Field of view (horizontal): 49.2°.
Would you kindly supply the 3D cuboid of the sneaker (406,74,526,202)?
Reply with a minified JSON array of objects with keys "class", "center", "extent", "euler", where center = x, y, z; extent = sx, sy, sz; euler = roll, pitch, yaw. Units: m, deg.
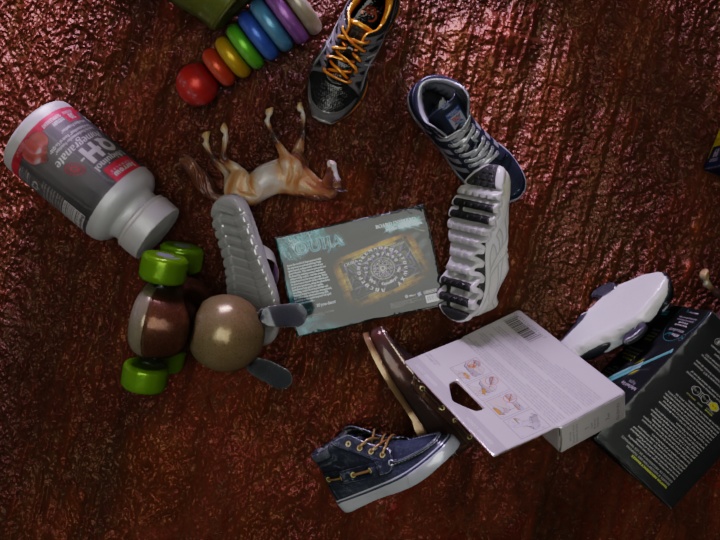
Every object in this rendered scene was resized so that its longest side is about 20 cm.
[{"class":"sneaker","center":[0.134,-0.162,0.977],"extent":[0.070,0.109,0.200],"euler":[-44,91,2]}]

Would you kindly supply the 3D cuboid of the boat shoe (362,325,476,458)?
[{"class":"boat shoe","center":[0.078,0.151,1.007],"extent":[0.070,0.070,0.200],"euler":[-31,100,8]}]

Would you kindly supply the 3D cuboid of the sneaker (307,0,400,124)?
[{"class":"sneaker","center":[-0.012,-0.282,0.991],"extent":[0.078,0.077,0.200],"euler":[24,93,-2]}]

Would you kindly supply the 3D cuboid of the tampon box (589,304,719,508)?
[{"class":"tampon box","center":[0.377,0.159,0.965],"extent":[0.126,0.150,0.200],"euler":[43,92,-1]}]

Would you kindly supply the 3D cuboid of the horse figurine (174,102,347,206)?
[{"class":"horse figurine","center":[-0.129,-0.133,1.008],"extent":[0.200,0.050,0.133],"euler":[-16,92,1]}]

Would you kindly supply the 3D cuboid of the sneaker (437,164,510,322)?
[{"class":"sneaker","center":[0.154,-0.035,0.987],"extent":[0.081,0.075,0.200],"euler":[-2,110,-40]}]

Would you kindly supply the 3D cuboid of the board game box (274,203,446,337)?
[{"class":"board game box","center":[0.000,0.000,1.022],"extent":[0.200,0.028,0.135],"euler":[-12,91,1]}]

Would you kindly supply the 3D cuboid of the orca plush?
[{"class":"orca plush","center":[0.324,0.089,1.004],"extent":[0.200,0.105,0.071],"euler":[-49,122,-1]}]

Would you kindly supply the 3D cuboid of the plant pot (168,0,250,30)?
[{"class":"plant pot","center":[-0.203,-0.402,0.943],"extent":[0.200,0.200,0.193],"euler":[-45,102,1]}]

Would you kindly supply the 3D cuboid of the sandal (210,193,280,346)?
[{"class":"sandal","center":[-0.135,-0.002,1.009],"extent":[0.082,0.050,0.203],"euler":[0,107,35]}]

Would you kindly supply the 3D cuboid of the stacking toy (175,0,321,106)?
[{"class":"stacking toy","center":[-0.149,-0.280,0.993],"extent":[0.200,0.085,0.085],"euler":[-37,91,5]}]

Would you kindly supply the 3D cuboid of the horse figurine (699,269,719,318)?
[{"class":"horse figurine","center":[0.508,0.007,0.992],"extent":[0.200,0.050,0.133],"euler":[-48,111,-12]}]

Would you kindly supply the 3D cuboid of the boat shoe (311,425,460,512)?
[{"class":"boat shoe","center":[0.024,0.228,0.977],"extent":[0.200,0.071,0.091],"euler":[-35,89,31]}]

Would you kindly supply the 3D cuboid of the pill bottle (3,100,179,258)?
[{"class":"pill bottle","center":[-0.330,-0.108,0.980],"extent":[0.200,0.111,0.111],"euler":[39,91,-1]}]

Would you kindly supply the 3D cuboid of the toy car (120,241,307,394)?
[{"class":"toy car","center":[-0.170,0.070,0.961],"extent":[0.200,0.158,0.164],"euler":[12,100,0]}]

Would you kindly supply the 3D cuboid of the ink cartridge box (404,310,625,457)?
[{"class":"ink cartridge box","center":[0.176,0.139,0.925],"extent":[0.176,0.200,0.045],"euler":[-22,123,-17]}]

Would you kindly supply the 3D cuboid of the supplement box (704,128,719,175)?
[{"class":"supplement box","center":[0.533,-0.203,0.974],"extent":[0.109,0.109,0.200],"euler":[22,91,0]}]
